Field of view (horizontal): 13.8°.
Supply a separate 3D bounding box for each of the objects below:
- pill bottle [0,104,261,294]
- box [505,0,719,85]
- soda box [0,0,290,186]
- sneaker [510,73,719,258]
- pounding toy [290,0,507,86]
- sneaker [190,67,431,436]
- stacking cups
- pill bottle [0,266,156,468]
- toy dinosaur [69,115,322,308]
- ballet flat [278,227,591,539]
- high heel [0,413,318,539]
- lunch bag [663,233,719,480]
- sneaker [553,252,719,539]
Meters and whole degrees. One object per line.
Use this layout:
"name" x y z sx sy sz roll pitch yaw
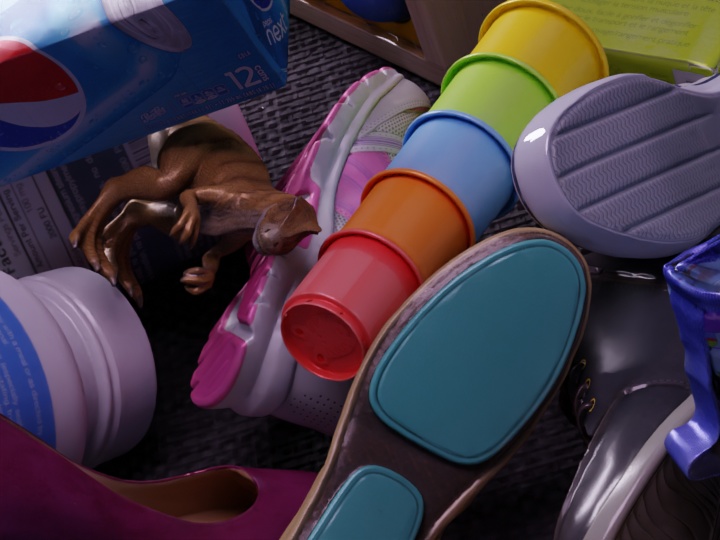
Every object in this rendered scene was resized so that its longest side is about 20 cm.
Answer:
"pill bottle" -0.149 -0.033 1.301 0.199 0.120 0.120 -26 38 -6
"box" 0.159 -0.146 1.352 0.122 0.048 0.200 13 49 35
"soda box" -0.129 -0.086 1.190 0.199 0.064 0.068 -18 46 21
"sneaker" 0.111 -0.038 1.186 0.071 0.073 0.200 -21 -7 37
"pounding toy" -0.020 -0.203 1.379 0.142 0.200 0.184 -38 41 -21
"sneaker" 0.000 0.000 1.226 0.088 0.081 0.200 30 47 -9
"stacking cups" 0.034 -0.033 1.171 0.060 0.061 0.200 4 37 29
"pill bottle" -0.178 0.060 1.166 0.112 0.113 0.200 19 26 39
"toy dinosaur" -0.070 -0.042 1.205 0.106 0.060 0.200 -40 42 3
"ballet flat" 0.014 0.069 1.109 0.200 0.069 0.063 -55 4 -9
"high heel" -0.081 0.074 1.108 0.199 0.097 0.067 -12 18 -42
"lunch bag" 0.202 0.032 1.034 0.199 0.151 0.094 -23 37 -3
"sneaker" 0.099 0.062 1.120 0.106 0.075 0.200 2 34 33
